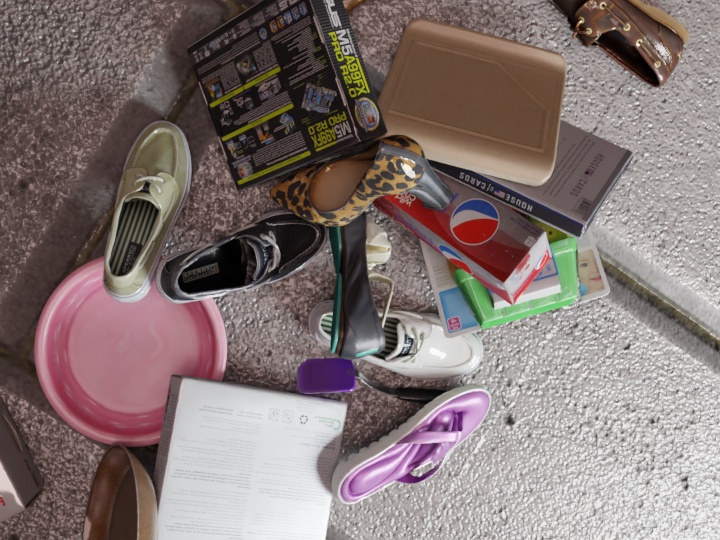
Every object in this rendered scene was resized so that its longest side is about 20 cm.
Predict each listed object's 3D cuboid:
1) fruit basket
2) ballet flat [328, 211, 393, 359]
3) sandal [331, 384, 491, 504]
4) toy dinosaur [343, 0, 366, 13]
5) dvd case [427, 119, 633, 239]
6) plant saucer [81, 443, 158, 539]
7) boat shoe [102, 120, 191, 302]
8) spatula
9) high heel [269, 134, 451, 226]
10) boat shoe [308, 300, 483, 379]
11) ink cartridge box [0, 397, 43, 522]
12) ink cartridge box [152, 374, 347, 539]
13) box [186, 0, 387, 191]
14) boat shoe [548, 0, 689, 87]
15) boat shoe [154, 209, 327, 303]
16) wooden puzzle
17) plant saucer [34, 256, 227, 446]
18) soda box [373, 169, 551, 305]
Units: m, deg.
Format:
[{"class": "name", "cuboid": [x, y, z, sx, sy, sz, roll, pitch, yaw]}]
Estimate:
[{"class": "fruit basket", "cuboid": [0.153, -0.047, 1.079, 0.182, 0.094, 0.203, -15, 85, 4]}, {"class": "ballet flat", "cuboid": [0.000, 0.000, 1.049, 0.072, 0.073, 0.203, 1, 59, -6]}, {"class": "sandal", "cuboid": [0.064, 0.199, 1.086, 0.201, 0.050, 0.083, -31, 135, -10]}, {"class": "toy dinosaur", "cuboid": [-0.046, -0.254, 1.073, 0.106, 0.060, 0.201, 35, 95, -31]}, {"class": "dvd case", "cuboid": [0.163, -0.120, 1.029, 0.198, 0.150, 0.025, 28, 135, 16]}, {"class": "plant saucer", "cuboid": [-0.242, 0.277, 1.015, 0.032, 0.199, 0.204, 8, 93, -29]}, {"class": "boat shoe", "cuboid": [-0.215, -0.067, 1.025, 0.071, 0.062, 0.203, 11, 69, -7]}, {"class": "spatula", "cuboid": [0.027, 0.127, 1.105, 0.197, 0.057, 0.021, 13, 123, -14]}, {"class": "high heel", "cuboid": [-0.022, -0.095, 0.969, 0.197, 0.142, 0.073, 0, 76, 23]}, {"class": "boat shoe", "cuboid": [0.040, 0.080, 1.088, 0.197, 0.067, 0.075, 9, 93, -7]}, {"class": "ink cartridge box", "cuboid": [-0.452, 0.216, 1.035, 0.198, 0.083, 0.148, -27, 95, -3]}, {"class": "ink cartridge box", "cuboid": [-0.119, 0.222, 1.048, 0.194, 0.043, 0.203, 13, 84, -29]}, {"class": "box", "cuboid": [-0.078, -0.181, 1.003, 0.044, 0.199, 0.162, -25, 96, -43]}, {"class": "boat shoe", "cuboid": [0.262, -0.272, 1.088, 0.198, 0.070, 0.071, 30, 86, -7]}, {"class": "boat shoe", "cuboid": [-0.112, -0.016, 1.037, 0.198, 0.067, 0.073, -17, 99, -29]}, {"class": "wooden puzzle", "cuboid": [0.115, -0.173, 1.035, 0.182, 0.038, 0.202, 15, 48, 4]}, {"class": "plant saucer", "cuboid": [-0.240, 0.082, 1.067, 0.197, 0.051, 0.204, 0, 93, -6]}, {"class": "soda box", "cuboid": [0.095, -0.054, 1.027, 0.199, 0.063, 0.070, 38, 83, 27]}]
